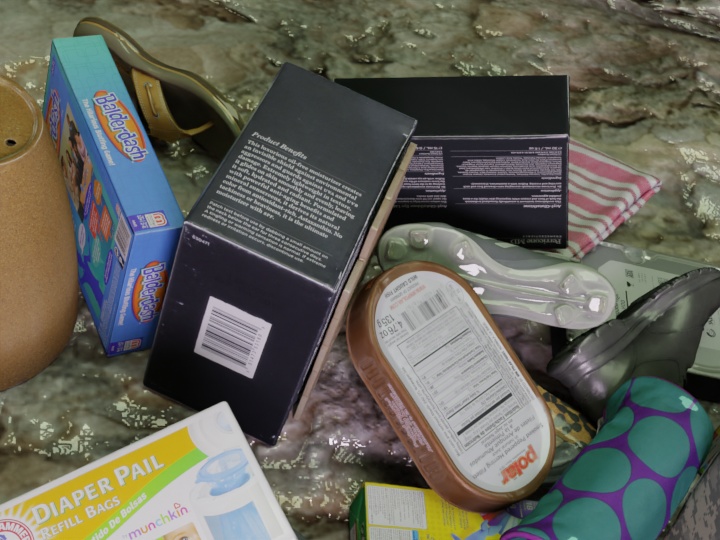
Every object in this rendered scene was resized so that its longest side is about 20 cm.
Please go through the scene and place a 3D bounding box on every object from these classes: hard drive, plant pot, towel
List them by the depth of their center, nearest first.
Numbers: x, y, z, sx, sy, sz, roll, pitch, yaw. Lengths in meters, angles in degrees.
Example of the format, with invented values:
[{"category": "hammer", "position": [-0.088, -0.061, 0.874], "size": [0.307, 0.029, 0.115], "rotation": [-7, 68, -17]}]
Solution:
[{"category": "plant pot", "position": [-0.288, -0.042, 0.996], "size": [0.185, 0.200, 0.187], "rotation": [10, 49, -11]}, {"category": "hard drive", "position": [0.268, 0.043, 1.244], "size": [0.199, 0.038, 0.140], "rotation": [12, 48, -10]}, {"category": "towel", "position": [0.171, -0.071, 1.276], "size": [0.146, 0.030, 0.200], "rotation": [30, 47, 29]}]

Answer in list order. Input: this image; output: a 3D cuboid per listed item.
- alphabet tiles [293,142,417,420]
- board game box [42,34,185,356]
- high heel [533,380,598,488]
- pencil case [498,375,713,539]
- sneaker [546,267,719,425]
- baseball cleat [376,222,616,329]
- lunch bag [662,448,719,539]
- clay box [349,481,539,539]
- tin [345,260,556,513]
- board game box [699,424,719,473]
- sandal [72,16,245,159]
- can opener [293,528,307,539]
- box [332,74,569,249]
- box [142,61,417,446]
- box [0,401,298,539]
[{"category": "alphabet tiles", "position": [0.000, 0.000, 1.067], "size": [0.008, 0.200, 0.168], "rotation": [24, 48, 1]}, {"category": "board game box", "position": [-0.200, -0.059, 1.074], "size": [0.045, 0.152, 0.201], "rotation": [-11, 57, -27]}, {"category": "high heel", "position": [0.127, 0.095, 1.135], "size": [0.142, 0.072, 0.201], "rotation": [0, 51, -32]}, {"category": "pencil case", "position": [0.180, 0.167, 1.011], "size": [0.092, 0.086, 0.200], "rotation": [8, 36, 39]}, {"category": "sneaker", "position": [0.246, 0.067, 1.154], "size": [0.199, 0.076, 0.091], "rotation": [-30, 82, -27]}, {"category": "baseball cleat", "position": [0.108, 0.006, 1.135], "size": [0.199, 0.070, 0.106], "rotation": [17, 7, -3]}, {"category": "lunch bag", "position": [0.316, 0.234, 0.998], "size": [0.138, 0.201, 0.168], "rotation": [5, 47, -13]}, {"category": "clay box", "position": [0.093, 0.226, 1.018], "size": [0.199, 0.048, 0.115], "rotation": [10, 49, -15]}, {"category": "tin", "position": [0.069, 0.086, 1.028], "size": [0.112, 0.042, 0.201], "rotation": [-32, 87, -28]}, {"category": "board game box", "position": [0.377, 0.148, 1.087], "size": [0.057, 0.200, 0.165], "rotation": [-25, 65, -36]}, {"category": "sandal", "position": [-0.183, -0.150, 1.213], "size": [0.199, 0.080, 0.054], "rotation": [34, 64, 11]}, {"category": "can opener", "position": [-0.018, 0.263, 0.933], "size": [0.200, 0.067, 0.053], "rotation": [48, 25, 15]}, {"category": "box", "position": [0.078, -0.090, 1.168], "size": [0.199, 0.142, 0.079], "rotation": [1, 49, 8]}, {"category": "box", "position": [-0.064, -0.013, 1.056], "size": [0.123, 0.200, 0.199], "rotation": [25, 47, 2]}, {"category": "box", "position": [-0.150, 0.189, 0.885], "size": [0.199, 0.102, 0.113], "rotation": [-25, 62, -14]}]
